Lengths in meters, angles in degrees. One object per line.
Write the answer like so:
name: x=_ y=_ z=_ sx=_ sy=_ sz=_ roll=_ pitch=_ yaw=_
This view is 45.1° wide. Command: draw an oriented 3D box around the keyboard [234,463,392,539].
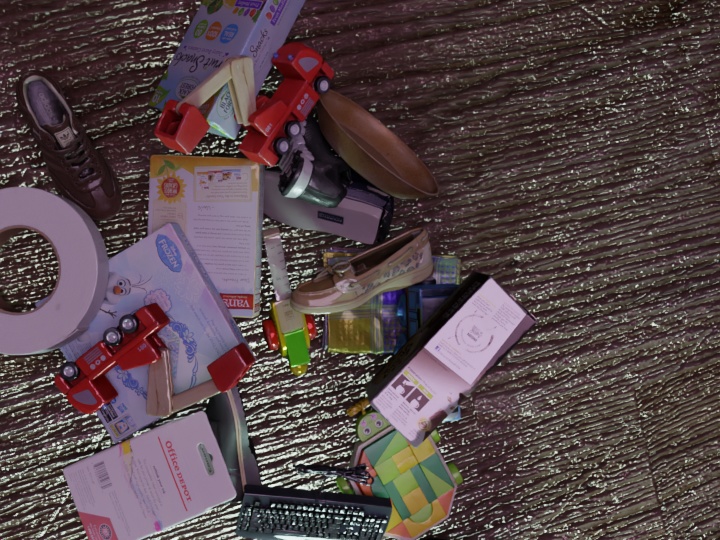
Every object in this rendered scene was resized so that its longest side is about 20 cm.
keyboard: x=-0.054 y=0.302 z=1.122 sx=0.199 sy=0.021 sz=0.128 roll=9 pitch=107 yaw=-15

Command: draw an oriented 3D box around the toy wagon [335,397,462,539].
toy wagon: x=0.044 y=0.269 z=1.186 sx=0.155 sy=0.040 sz=0.200 roll=-30 pitch=98 yaw=-11

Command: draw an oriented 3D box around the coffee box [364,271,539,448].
coffee box: x=0.102 y=0.100 z=1.019 sx=0.080 sy=0.113 sz=0.200 roll=44 pitch=91 yaw=-3

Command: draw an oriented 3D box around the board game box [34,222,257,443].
board game box: x=-0.263 y=0.076 z=1.067 sx=0.199 sy=0.043 sz=0.200 roll=-30 pitch=90 yaw=6

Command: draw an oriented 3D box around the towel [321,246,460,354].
towel: x=0.042 y=0.044 z=1.188 sx=0.199 sy=0.023 sz=0.144 roll=3 pitch=90 yaw=-13

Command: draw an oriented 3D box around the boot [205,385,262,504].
boot: x=-0.211 y=0.214 z=1.109 sx=0.138 sy=0.077 sz=0.201 roll=-13 pitch=94 yaw=-8

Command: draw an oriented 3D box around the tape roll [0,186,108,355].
tape roll: x=-0.402 y=0.001 z=1.040 sx=0.202 sy=0.037 sz=0.204 roll=0 pitch=88 yaw=6

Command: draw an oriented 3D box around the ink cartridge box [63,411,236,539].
ink cartridge box: x=-0.246 y=0.254 z=1.057 sx=0.199 sy=0.067 sz=0.117 roll=-24 pitch=84 yaw=11

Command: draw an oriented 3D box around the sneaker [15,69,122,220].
sneaker: x=-0.362 y=-0.150 z=1.058 sx=0.070 sy=0.076 sz=0.200 roll=-32 pitch=98 yaw=-11

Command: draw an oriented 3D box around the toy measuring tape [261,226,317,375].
toy measuring tape: x=-0.101 y=0.040 z=1.125 sx=0.073 sy=0.074 sz=0.201 roll=-15 pitch=103 yaw=-12

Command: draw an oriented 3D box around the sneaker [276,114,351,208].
sneaker: x=-0.056 y=-0.133 z=1.080 sx=0.090 sy=0.200 sz=0.067 roll=26 pitch=116 yaw=-20

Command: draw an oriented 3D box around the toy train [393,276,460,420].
toy train: x=0.095 y=0.107 z=1.133 sx=0.086 sy=0.114 sz=0.201 roll=-2 pitch=92 yaw=-13

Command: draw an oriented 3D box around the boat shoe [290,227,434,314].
boat shoe: x=0.000 y=0.000 z=1.094 sx=0.199 sy=0.073 sz=0.063 roll=-20 pitch=117 yaw=-24

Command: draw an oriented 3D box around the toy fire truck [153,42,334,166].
toy fire truck: x=-0.128 y=-0.196 z=0.993 sx=0.141 sy=0.049 sz=0.200 roll=42 pitch=76 yaw=-44

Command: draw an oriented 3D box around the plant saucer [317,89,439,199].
plant saucer: x=0.014 y=-0.153 z=1.101 sx=0.200 sy=0.200 sz=0.035 roll=38 pitch=110 yaw=-12

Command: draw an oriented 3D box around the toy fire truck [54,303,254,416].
toy fire truck: x=-0.241 y=0.119 z=1.013 sx=0.200 sy=0.049 sz=0.141 roll=-38 pitch=89 yaw=5

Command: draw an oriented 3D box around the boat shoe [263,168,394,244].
boat shoe: x=-0.047 y=-0.103 z=1.146 sx=0.199 sy=0.075 sz=0.093 roll=20 pitch=46 yaw=5

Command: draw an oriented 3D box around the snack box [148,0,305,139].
snack box: x=-0.165 y=-0.270 z=1.067 sx=0.053 sy=0.142 sz=0.200 roll=30 pitch=85 yaw=-44

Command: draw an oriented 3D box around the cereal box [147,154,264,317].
cereal box: x=-0.196 y=-0.043 z=1.097 sx=0.143 sy=0.040 sz=0.201 roll=4 pitch=94 yaw=6

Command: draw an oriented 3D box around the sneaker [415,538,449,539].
sneaker: x=0.140 y=0.434 z=1.195 sx=0.199 sy=0.076 sz=0.115 roll=16 pitch=82 yaw=-19
